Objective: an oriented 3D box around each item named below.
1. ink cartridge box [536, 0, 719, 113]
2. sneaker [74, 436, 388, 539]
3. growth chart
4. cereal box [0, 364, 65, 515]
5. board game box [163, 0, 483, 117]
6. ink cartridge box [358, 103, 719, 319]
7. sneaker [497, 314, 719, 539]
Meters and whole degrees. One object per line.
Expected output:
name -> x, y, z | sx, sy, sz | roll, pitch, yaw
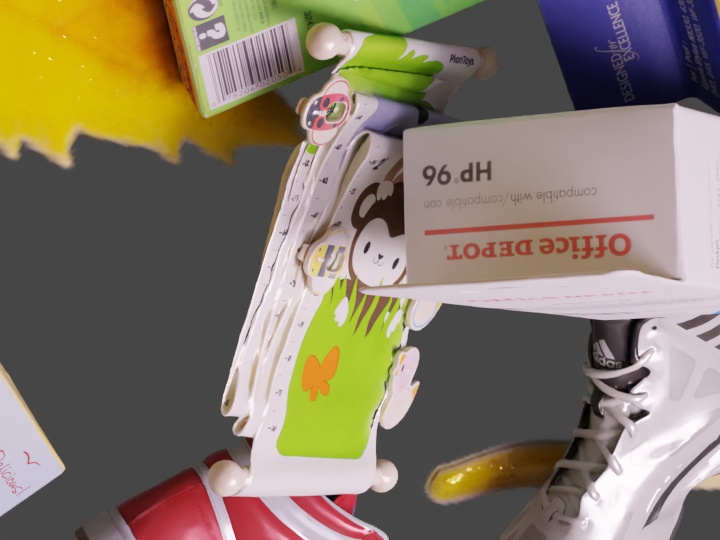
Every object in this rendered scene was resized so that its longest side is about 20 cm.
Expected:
ink cartridge box -> 0.158, -0.144, 1.009 | 0.200, 0.047, 0.198 | -29, 138, -3
sneaker -> -0.029, 0.146, 1.152 | 0.112, 0.071, 0.200 | -34, 133, -5
growth chart -> 0.000, 0.000, 1.047 | 0.145, 0.018, 0.200 | -8, 117, -55
cereal box -> -0.220, 0.079, 0.989 | 0.200, 0.040, 0.144 | -35, 137, -10
board game box -> 0.022, -0.132, 0.995 | 0.200, 0.030, 0.096 | -22, 138, -10
ink cartridge box -> 0.094, -0.021, 1.036 | 0.200, 0.116, 0.068 | 6, 81, -59
sneaker -> 0.103, 0.067, 1.198 | 0.200, 0.076, 0.115 | -44, 127, -10
